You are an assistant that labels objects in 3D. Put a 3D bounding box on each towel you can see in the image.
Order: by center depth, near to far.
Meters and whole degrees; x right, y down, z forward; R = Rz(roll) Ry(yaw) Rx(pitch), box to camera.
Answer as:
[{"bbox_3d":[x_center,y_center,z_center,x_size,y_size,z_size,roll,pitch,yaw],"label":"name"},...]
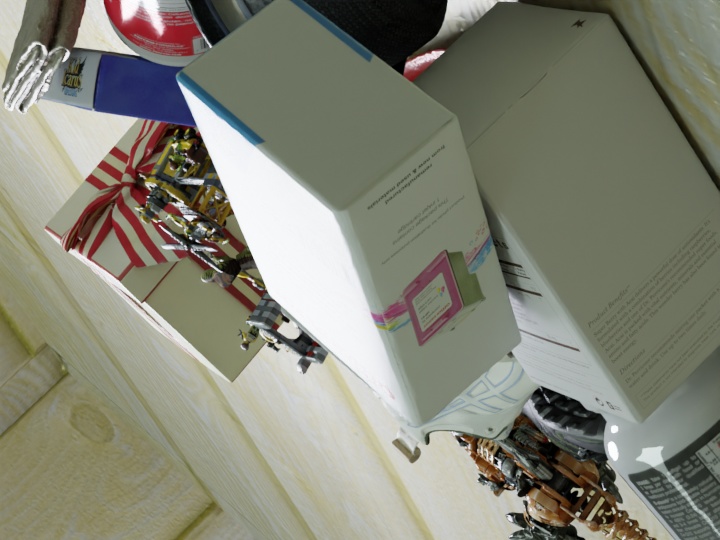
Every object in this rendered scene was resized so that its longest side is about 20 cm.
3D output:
[{"bbox_3d":[-0.210,-0.219,1.557,0.034,0.201,0.132,18,160,-16],"label":"towel"}]

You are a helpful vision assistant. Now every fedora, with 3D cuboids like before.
[{"bbox_3d":[-0.015,-0.178,1.233,0.091,0.201,0.201,-16,122,38],"label":"fedora"}]

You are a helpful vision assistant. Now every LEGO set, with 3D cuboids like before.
[{"bbox_3d":[-0.088,-0.005,1.621,0.200,0.116,0.153,37,166,-32],"label":"LEGO set"}]

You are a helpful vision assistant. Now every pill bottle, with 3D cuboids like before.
[{"bbox_3d":[0.222,0.111,1.336,0.200,0.116,0.116,49,166,-10],"label":"pill bottle"},{"bbox_3d":[-0.124,-0.224,1.447,0.112,0.112,0.200,44,166,12],"label":"pill bottle"}]

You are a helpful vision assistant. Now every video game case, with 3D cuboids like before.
[{"bbox_3d":[-0.132,-0.133,1.632,0.199,0.046,0.181,7,-175,-25],"label":"video game case"}]

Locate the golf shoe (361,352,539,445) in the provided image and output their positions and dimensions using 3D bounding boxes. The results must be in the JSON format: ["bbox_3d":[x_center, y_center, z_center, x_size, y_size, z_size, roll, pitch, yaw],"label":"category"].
[{"bbox_3d":[0.101,0.072,1.537,0.199,0.078,0.098,-11,120,34],"label":"golf shoe"}]

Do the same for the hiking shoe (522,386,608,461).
[{"bbox_3d":[0.169,0.098,1.590,0.101,0.076,0.200,40,177,-23],"label":"hiking shoe"}]

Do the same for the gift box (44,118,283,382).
[{"bbox_3d":[-0.143,-0.037,1.917,0.187,0.185,0.200,45,166,-34],"label":"gift box"}]

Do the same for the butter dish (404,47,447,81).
[{"bbox_3d":[0.054,-0.024,1.395,0.200,0.148,0.199,49,166,-9],"label":"butter dish"}]

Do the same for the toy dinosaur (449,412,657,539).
[{"bbox_3d":[0.147,0.169,1.675,0.201,0.102,0.136,56,-178,20],"label":"toy dinosaur"}]

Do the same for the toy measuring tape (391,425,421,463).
[{"bbox_3d":[0.079,0.059,1.624,0.073,0.073,0.201,40,131,25],"label":"toy measuring tape"}]

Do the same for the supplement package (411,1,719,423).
[{"bbox_3d":[0.117,-0.035,1.226,0.200,0.121,0.120,54,164,-25],"label":"supplement package"}]

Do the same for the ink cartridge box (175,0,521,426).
[{"bbox_3d":[-0.003,-0.030,1.174,0.144,0.085,0.201,40,161,35],"label":"ink cartridge box"}]
